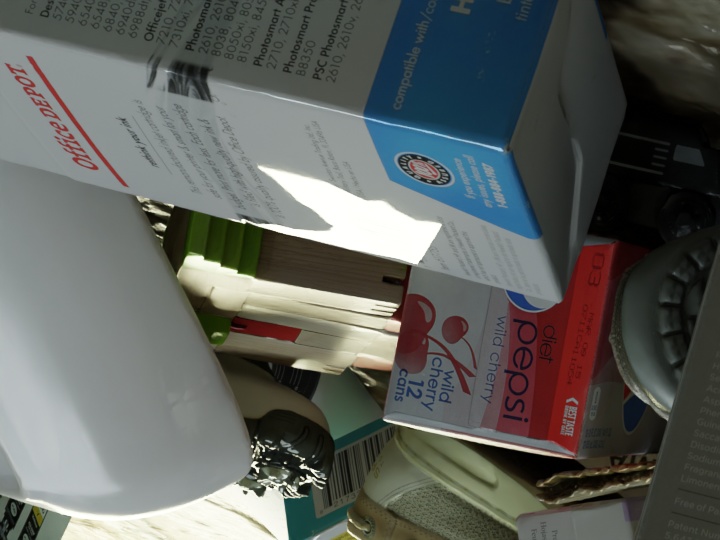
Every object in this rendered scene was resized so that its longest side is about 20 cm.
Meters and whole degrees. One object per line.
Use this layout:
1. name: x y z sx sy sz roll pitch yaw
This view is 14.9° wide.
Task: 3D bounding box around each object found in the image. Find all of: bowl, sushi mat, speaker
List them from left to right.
1. bowl: -0.137 0.001 0.961 0.200 0.075 0.200 9 129 59
2. speaker: -0.029 0.078 1.267 0.081 0.081 0.200 13 162 21
3. sushi mat: 0.158 0.066 0.964 0.096 0.012 0.200 -10 174 42

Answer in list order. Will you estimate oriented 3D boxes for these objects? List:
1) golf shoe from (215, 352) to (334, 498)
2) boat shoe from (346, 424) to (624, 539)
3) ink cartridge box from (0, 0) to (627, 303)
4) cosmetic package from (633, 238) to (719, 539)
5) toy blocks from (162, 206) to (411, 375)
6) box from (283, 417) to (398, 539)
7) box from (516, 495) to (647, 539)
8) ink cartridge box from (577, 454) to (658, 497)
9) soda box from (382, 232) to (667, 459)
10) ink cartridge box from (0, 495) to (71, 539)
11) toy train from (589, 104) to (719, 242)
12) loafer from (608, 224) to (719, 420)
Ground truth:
1. golf shoe: -0.071 0.034 1.109 0.077 0.088 0.200 34 169 -35
2. boat shoe: 0.087 0.120 0.955 0.201 0.063 0.073 35 -164 12
3. ink cartridge box: -0.035 -0.062 0.765 0.200 0.068 0.116 14 163 17
4. cosmetic package: 0.130 0.024 0.716 0.090 0.200 0.107 17 166 14
5. toy blocks: 0.000 0.000 0.989 0.136 0.100 0.200 10 168 -6
6. box: 0.051 0.140 1.219 0.082 0.049 0.200 -26 133 16
7. box: 0.113 0.090 0.882 0.039 0.042 0.200 -11 172 30
8. ink cartridge box: 0.126 0.084 1.073 0.200 0.045 0.176 14 -175 17
9. soda box: 0.069 0.023 0.897 0.063 0.070 0.200 10 -179 18
10. ink cartridge box: -0.198 0.048 1.148 0.084 0.176 0.200 -10 117 16
11. toy train: 0.025 -0.047 0.873 0.200 0.046 0.034 13 -178 12
12. loafer: 0.148 0.028 0.843 0.200 0.075 0.070 8 168 -36
